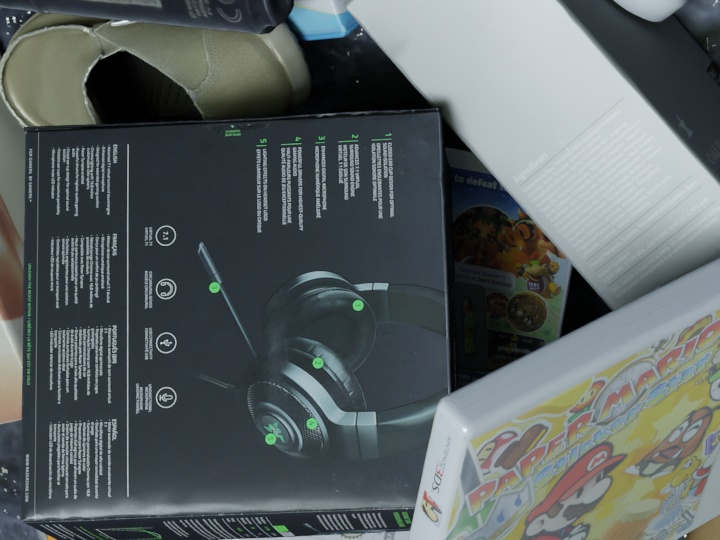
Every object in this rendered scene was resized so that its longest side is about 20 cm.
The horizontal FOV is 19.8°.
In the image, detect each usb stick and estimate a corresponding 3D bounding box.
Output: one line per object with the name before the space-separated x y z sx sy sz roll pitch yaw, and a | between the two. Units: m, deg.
usb stick | -0.117 -0.143 0.962 0.199 0.033 0.056 10 125 35

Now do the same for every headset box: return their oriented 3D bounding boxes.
headset box | -0.043 0.027 0.908 0.198 0.093 0.176 -3 77 4

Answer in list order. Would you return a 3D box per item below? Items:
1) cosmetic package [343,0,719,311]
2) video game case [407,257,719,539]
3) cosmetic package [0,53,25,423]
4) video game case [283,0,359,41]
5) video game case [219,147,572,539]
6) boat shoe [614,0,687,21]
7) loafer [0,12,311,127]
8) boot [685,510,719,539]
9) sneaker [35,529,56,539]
cosmetic package | 0.097 -0.083 0.921 0.090 0.107 0.200 -37 97 29
video game case | 0.102 0.082 0.874 0.023 0.199 0.183 46 146 31
cosmetic package | -0.221 -0.023 1.085 0.103 0.087 0.202 -13 107 27
video game case | -0.089 -0.196 0.954 0.142 0.018 0.201 1 123 43
video game case | 0.020 0.040 0.964 0.142 0.018 0.202 11 79 2
boat shoe | 0.095 -0.203 0.888 0.065 0.074 0.201 -29 100 34
loafer | -0.115 -0.092 0.999 0.199 0.068 0.076 0 121 42
boot | 0.227 0.189 1.010 0.174 0.066 0.202 20 117 13
sneaker | -0.103 0.166 0.987 0.201 0.078 0.077 58 141 2
